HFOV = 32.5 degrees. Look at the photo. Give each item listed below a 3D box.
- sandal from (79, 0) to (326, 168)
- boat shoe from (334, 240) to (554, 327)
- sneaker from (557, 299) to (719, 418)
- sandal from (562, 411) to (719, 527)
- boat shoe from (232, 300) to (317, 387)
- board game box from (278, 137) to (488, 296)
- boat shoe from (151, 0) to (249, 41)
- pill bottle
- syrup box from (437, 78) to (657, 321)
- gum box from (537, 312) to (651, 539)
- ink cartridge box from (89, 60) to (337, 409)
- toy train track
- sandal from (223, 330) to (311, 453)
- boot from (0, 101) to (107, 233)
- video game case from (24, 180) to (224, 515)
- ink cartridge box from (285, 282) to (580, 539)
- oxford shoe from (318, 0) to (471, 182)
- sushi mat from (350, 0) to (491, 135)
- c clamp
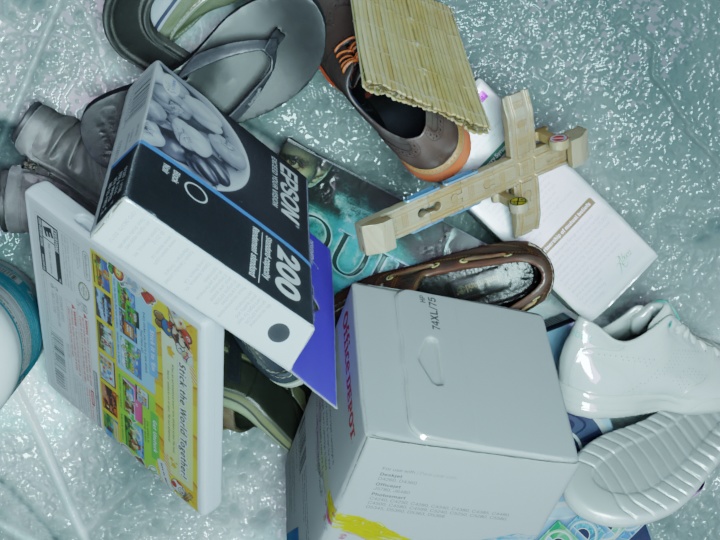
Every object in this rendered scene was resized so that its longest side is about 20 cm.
[{"bbox_3d":[-0.108,-0.130,0.895,0.200,0.043,0.076,-32,112,3],"label":"sandal"},{"bbox_3d":[0.046,0.027,0.919,0.200,0.070,0.070,-23,94,9],"label":"boat shoe"},{"bbox_3d":[0.244,0.064,0.979,0.200,0.075,0.089,-3,106,-32],"label":"sneaker"},{"bbox_3d":[0.242,0.158,0.995,0.203,0.082,0.050,-24,142,-32],"label":"sandal"},{"bbox_3d":[-0.087,-0.007,0.927,0.075,0.062,0.200,-22,74,12],"label":"boat shoe"},{"bbox_3d":[0.000,0.000,0.974,0.200,0.028,0.135,28,94,5],"label":"board game box"},{"bbox_3d":[-0.088,-0.238,0.933,0.062,0.072,0.200,45,89,-3],"label":"boat shoe"},{"bbox_3d":[-0.293,0.054,0.885,0.111,0.200,0.111,-1,98,-5],"label":"pill bottle"},{"bbox_3d":[0.130,-0.058,0.977,0.200,0.079,0.081,44,92,-9],"label":"syrup box"},{"bbox_3d":[0.127,0.159,1.023,0.170,0.045,0.200,-21,98,-2],"label":"gum box"},{"bbox_3d":[-0.078,-0.029,0.826,0.200,0.198,0.043,38,114,-25],"label":"ink cartridge box"},{"bbox_3d":[0.089,-0.056,0.879,0.200,0.033,0.115,-24,123,-22],"label":"toy train track"},{"bbox_3d":[-0.104,0.087,0.967,0.201,0.080,0.057,35,132,-29],"label":"sandal"},{"bbox_3d":[-0.217,-0.023,0.960,0.132,0.070,0.200,10,90,0],"label":"boot"},{"bbox_3d":[-0.166,0.058,0.876,0.023,0.182,0.200,-34,146,-36],"label":"video game case"},{"bbox_3d":[0.040,0.136,0.869,0.146,0.147,0.200,10,129,-13],"label":"ink cartridge box"},{"bbox_3d":[0.009,-0.155,0.916,0.071,0.073,0.200,-43,63,8],"label":"oxford shoe"},{"bbox_3d":[0.037,-0.163,0.894,0.096,0.200,0.012,21,122,-19],"label":"sushi mat"},{"bbox_3d":[-0.096,-0.195,0.911,0.171,0.027,0.200,25,114,-35],"label":"c clamp"}]
